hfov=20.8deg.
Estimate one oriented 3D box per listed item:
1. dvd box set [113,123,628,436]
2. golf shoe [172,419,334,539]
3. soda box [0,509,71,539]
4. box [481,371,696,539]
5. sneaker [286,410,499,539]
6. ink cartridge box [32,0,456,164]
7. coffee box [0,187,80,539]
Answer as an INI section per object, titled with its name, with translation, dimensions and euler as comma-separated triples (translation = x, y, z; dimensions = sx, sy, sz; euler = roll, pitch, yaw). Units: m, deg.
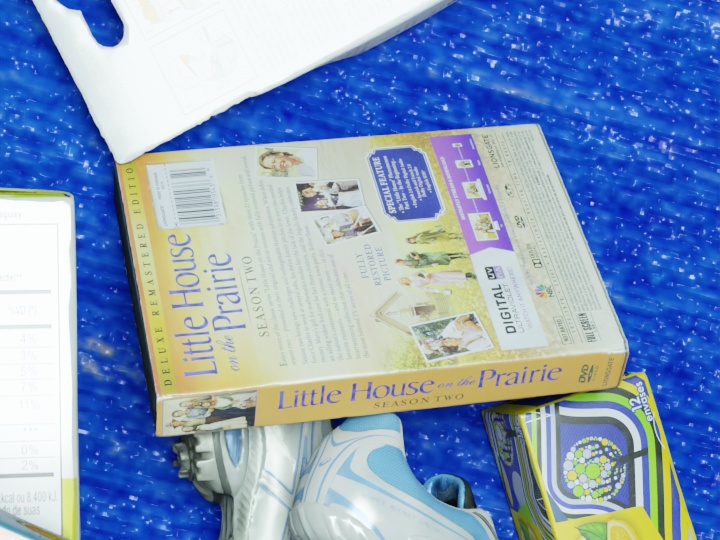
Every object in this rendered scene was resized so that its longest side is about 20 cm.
[dvd box set]
translation = 0.000, 0.000, 0.844
dimensions = 0.199, 0.030, 0.147
euler = -6, 46, -12
[golf shoe]
translation = -0.026, 0.123, 0.857
dimensions = 0.097, 0.078, 0.201
euler = -6, 90, -18
[soda box]
translation = -0.169, 0.089, 0.624
dimensions = 0.199, 0.068, 0.064
euler = 25, 83, -10
[box]
translation = 0.119, 0.150, 0.885
dimensions = 0.064, 0.070, 0.201
euler = -18, 91, -12
[sneaker]
translation = 0.044, 0.137, 0.845
dimensions = 0.200, 0.072, 0.073
euler = 51, 61, -34
[ink cartridge box]
translation = -0.056, -0.161, 0.882
dimensions = 0.199, 0.050, 0.163
euler = -28, 94, -4
[coffee box]
translation = -0.209, 0.073, 0.755
dimensions = 0.199, 0.200, 0.199
euler = -1, 88, -10
